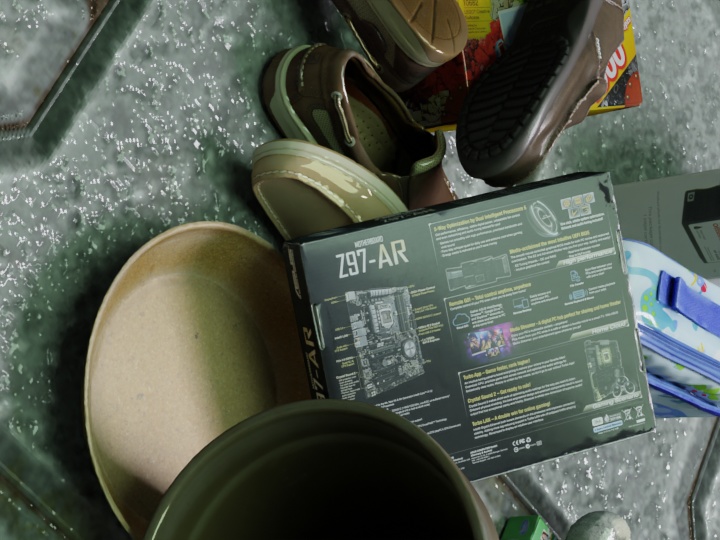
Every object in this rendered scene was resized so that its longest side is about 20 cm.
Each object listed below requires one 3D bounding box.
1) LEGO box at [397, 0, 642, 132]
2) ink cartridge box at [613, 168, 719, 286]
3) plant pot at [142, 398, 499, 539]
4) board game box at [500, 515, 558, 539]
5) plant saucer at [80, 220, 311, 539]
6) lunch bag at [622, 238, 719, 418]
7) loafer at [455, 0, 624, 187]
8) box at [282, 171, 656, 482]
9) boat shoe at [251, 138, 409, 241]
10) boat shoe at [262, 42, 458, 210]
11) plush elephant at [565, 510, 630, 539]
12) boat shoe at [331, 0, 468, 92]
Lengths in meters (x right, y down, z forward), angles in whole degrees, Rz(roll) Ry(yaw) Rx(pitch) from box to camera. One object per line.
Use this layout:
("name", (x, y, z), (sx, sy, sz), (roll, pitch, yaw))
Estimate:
("LEGO box", (0.098, -0.175, 1.319), (0.199, 0.077, 0.151), (-10, 92, -48))
("ink cartridge box", (0.299, -0.030, 1.427), (0.144, 0.199, 0.085), (4, 81, -47))
("plant pot", (-0.001, 0.191, 1.048), (0.174, 0.198, 0.202), (48, 49, -60))
("board game box", (0.110, 0.285, 1.298), (0.135, 0.029, 0.201), (50, 51, -30))
("plant saucer", (-0.090, 0.074, 1.103), (0.199, 0.035, 0.202), (9, 78, -48))
("lunch bag", (0.173, 0.043, 1.307), (0.199, 0.160, 0.083), (25, 66, -44))
("loafer", (0.127, -0.117, 1.228), (0.071, 0.073, 0.201), (54, 49, -27))
("box", (0.066, 0.040, 1.148), (0.198, 0.043, 0.162), (-14, 97, -16))
("boat shoe", (0.000, 0.000, 1.187), (0.200, 0.073, 0.070), (44, 51, -34))
("boat shoe", (0.022, -0.061, 1.219), (0.202, 0.074, 0.075), (45, 53, -34))
("plush elephant", (0.172, 0.255, 1.230), (0.164, 0.154, 0.202), (5, 81, -51))
("boat shoe", (-0.014, -0.201, 1.207), (0.201, 0.072, 0.072), (54, 45, 2))
